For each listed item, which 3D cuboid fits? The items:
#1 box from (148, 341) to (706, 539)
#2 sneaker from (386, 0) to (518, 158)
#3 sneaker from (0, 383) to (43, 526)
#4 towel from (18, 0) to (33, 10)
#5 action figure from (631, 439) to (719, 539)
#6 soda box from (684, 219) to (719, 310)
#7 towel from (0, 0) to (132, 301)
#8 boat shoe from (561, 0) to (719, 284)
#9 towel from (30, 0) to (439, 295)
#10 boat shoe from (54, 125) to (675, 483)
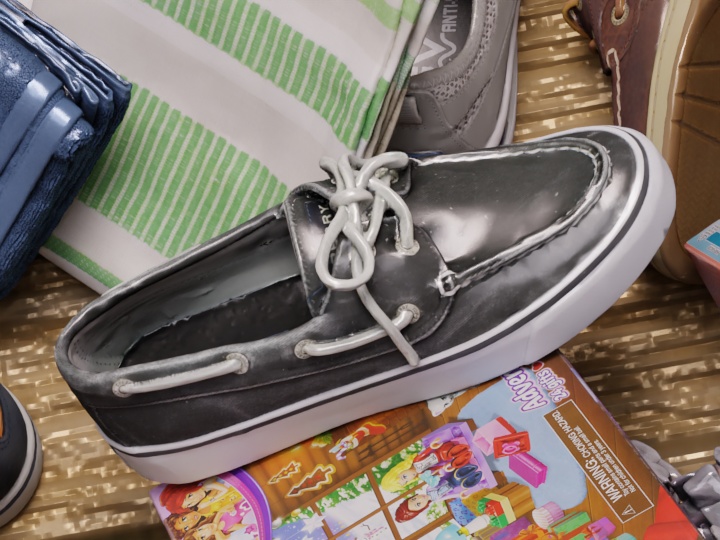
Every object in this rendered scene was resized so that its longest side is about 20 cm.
[{"bbox_3d":[0.026,0.093,0.903,0.136,0.039,0.200,-31,33,-3],"label":"box"},{"bbox_3d":[0.027,-0.127,1.040,0.074,0.082,0.201,-5,70,5],"label":"sneaker"},{"bbox_3d":[-0.201,0.018,1.033,0.199,0.079,0.079,25,76,18],"label":"sneaker"},{"bbox_3d":[-0.127,-0.126,1.070,0.199,0.030,0.147,-19,98,-1],"label":"towel"},{"bbox_3d":[0.054,0.114,0.947,0.200,0.070,0.130,-37,26,-5],"label":"action figure"},{"bbox_3d":[0.170,0.022,0.915,0.063,0.200,0.069,-33,108,-4],"label":"soda box"},{"bbox_3d":[-0.181,-0.079,1.019,0.200,0.112,0.049,36,35,-1],"label":"towel"},{"bbox_3d":[0.109,-0.094,1.040,0.072,0.072,0.201,-2,82,48],"label":"boat shoe"},{"bbox_3d":[-0.052,-0.070,0.998,0.152,0.201,0.023,32,32,24],"label":"towel"},{"bbox_3d":[-0.001,-0.002,0.941,0.198,0.068,0.074,-20,49,12],"label":"boat shoe"}]
